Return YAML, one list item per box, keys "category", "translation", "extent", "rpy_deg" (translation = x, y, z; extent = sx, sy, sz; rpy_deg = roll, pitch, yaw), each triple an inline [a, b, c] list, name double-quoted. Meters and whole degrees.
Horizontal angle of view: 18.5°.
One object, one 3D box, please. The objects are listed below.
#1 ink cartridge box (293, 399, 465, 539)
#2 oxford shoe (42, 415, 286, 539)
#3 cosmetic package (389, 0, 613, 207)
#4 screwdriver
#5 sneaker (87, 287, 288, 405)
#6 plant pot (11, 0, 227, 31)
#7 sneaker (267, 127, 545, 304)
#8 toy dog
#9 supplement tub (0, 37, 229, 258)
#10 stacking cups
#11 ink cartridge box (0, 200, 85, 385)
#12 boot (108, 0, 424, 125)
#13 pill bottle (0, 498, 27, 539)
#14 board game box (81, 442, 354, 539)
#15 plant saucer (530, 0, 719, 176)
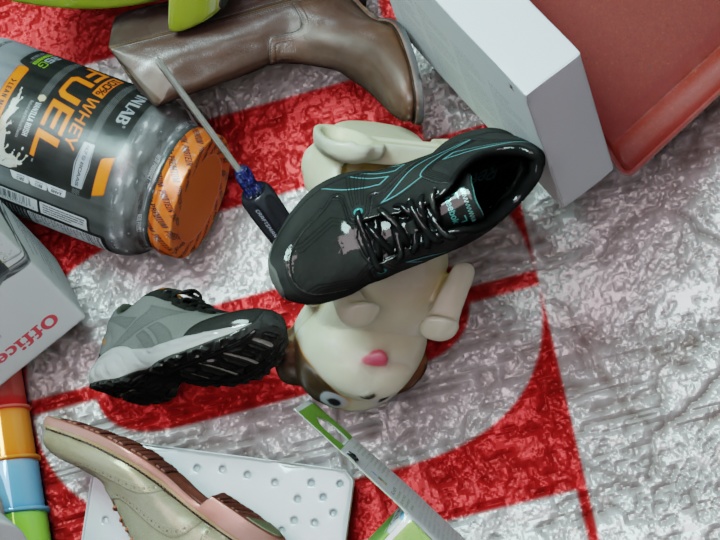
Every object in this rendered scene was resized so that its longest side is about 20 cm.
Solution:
- category: "ink cartridge box"
  translation: [0.010, 0.184, 1.511]
  extent: [0.200, 0.148, 0.076]
  rpy_deg: [43, 92, 3]
- category: "oxford shoe"
  translation: [-0.154, 0.171, 1.585]
  extent: [0.199, 0.071, 0.074]
  rpy_deg: [30, 91, 16]
- category: "cosmetic package"
  translation: [0.084, -0.155, 1.500]
  extent: [0.052, 0.151, 0.200]
  rpy_deg: [-38, 60, -3]
- category: "screwdriver"
  translation: [-0.093, -0.083, 1.584]
  extent: [0.029, 0.200, 0.028]
  rpy_deg: [16, 60, 38]
- category: "sneaker"
  translation: [-0.127, 0.044, 1.587]
  extent: [0.200, 0.074, 0.080]
  rpy_deg: [-12, 65, 47]
- category: "plant pot"
  translation: [-0.152, -0.300, 1.586]
  extent: [0.181, 0.200, 0.200]
  rpy_deg: [18, 42, 12]
- category: "sneaker"
  translation: [0.031, -0.040, 1.432]
  extent: [0.199, 0.079, 0.076]
  rpy_deg: [-29, 102, -15]
- category: "toy dog"
  translation: [0.000, 0.000, 1.560]
  extent: [0.139, 0.194, 0.201]
  rpy_deg: [4, 100, -29]
- category: "supplement tub"
  translation: [-0.205, -0.087, 1.636]
  extent: [0.199, 0.123, 0.123]
  rpy_deg: [20, 86, 15]
- category: "stacking cups"
  translation: [-0.261, 0.165, 1.648]
  extent: [0.060, 0.061, 0.201]
  rpy_deg: [-14, 73, 10]
- category: "ink cartridge box"
  translation: [-0.315, 0.002, 1.577]
  extent: [0.145, 0.200, 0.084]
  rpy_deg: [-38, 44, 1]
- category: "boot"
  translation: [-0.072, -0.145, 1.586]
  extent: [0.199, 0.065, 0.187]
  rpy_deg: [-15, 43, -18]
- category: "pill bottle"
  translation: [-0.326, 0.177, 1.585]
  extent: [0.200, 0.119, 0.120]
  rpy_deg: [28, 88, 43]
- category: "board game box"
  translation: [-0.111, 0.235, 1.613]
  extent: [0.199, 0.026, 0.201]
  rpy_deg: [6, 83, 13]
- category: "plant saucer"
  translation: [0.193, -0.202, 1.543]
  extent: [0.200, 0.037, 0.200]
  rpy_deg: [-42, 109, -19]
